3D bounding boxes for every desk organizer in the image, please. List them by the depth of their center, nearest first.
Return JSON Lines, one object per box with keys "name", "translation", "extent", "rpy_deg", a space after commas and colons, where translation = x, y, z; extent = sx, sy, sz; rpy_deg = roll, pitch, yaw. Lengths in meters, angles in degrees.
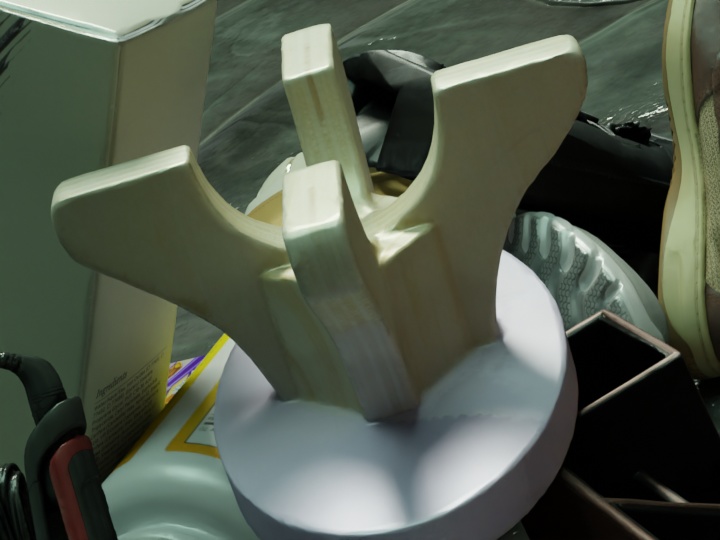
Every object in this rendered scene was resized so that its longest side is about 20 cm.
{"name": "desk organizer", "translation": [0.107, 0.082, 0.734], "extent": [0.072, 0.077, 0.200], "rpy_deg": [-30, 19, -9]}

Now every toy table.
{"name": "toy table", "translation": [0.000, 0.000, 0.752], "extent": [0.183, 0.118, 0.200], "rpy_deg": [-21, 25, -6]}

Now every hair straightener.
{"name": "hair straightener", "translation": [-0.110, 0.117, 0.755], "extent": [0.077, 0.201, 0.041], "rpy_deg": [-16, 5, 36]}

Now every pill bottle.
{"name": "pill bottle", "translation": [-0.035, 0.089, 0.855], "extent": [0.109, 0.110, 0.200], "rpy_deg": [-14, 23, 33]}

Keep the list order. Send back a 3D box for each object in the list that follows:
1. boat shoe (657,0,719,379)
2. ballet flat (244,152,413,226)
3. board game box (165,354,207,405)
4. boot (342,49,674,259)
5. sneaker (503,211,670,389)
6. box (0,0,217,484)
{"name": "boat shoe", "translation": [0.167, -0.055, 0.905], "extent": [0.072, 0.072, 0.201], "rpy_deg": [-4, 70, 32]}
{"name": "ballet flat", "translation": [-0.014, -0.025, 1.009], "extent": [0.069, 0.063, 0.200], "rpy_deg": [-39, -14, 26]}
{"name": "board game box", "translation": [-0.115, 0.110, 0.952], "extent": [0.134, 0.045, 0.200], "rpy_deg": [-15, 22, 32]}
{"name": "boot", "translation": [0.062, -0.048, 0.981], "extent": [0.199, 0.066, 0.165], "rpy_deg": [8, -4, -36]}
{"name": "sneaker", "translation": [0.088, 0.015, 0.929], "extent": [0.082, 0.075, 0.200], "rpy_deg": [13, 7, -20]}
{"name": "box", "translation": [-0.110, -0.010, 0.827], "extent": [0.068, 0.201, 0.082], "rpy_deg": [17, 24, 17]}
